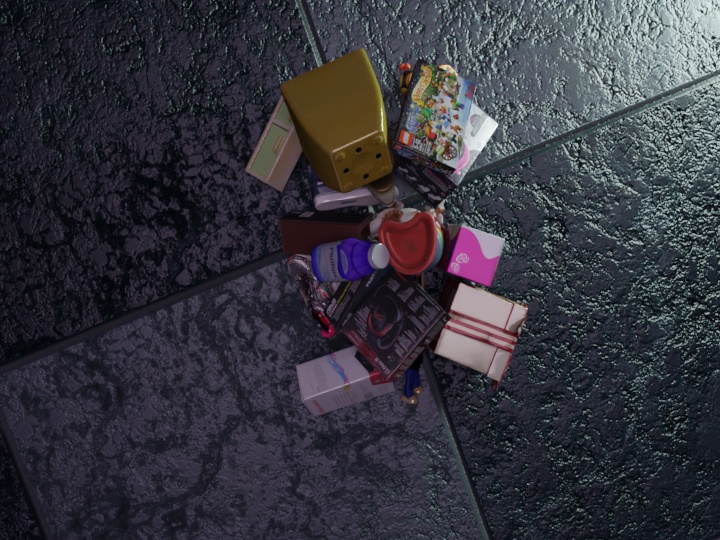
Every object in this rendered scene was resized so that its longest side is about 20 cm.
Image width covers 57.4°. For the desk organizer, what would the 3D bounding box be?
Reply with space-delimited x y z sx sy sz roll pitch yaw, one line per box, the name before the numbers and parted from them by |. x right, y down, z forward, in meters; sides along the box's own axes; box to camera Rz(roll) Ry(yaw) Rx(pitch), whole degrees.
desk organizer | -0.076 -0.080 1.444 0.193 0.072 0.080 5 113 20

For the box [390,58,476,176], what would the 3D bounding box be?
box | 0.148 -0.307 1.318 0.133 0.038 0.206 20 70 -11

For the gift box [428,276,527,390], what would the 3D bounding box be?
gift box | 0.257 0.135 1.434 0.182 0.200 0.190 21 98 -4

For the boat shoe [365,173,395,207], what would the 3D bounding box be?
boat shoe | 0.023 -0.222 1.434 0.072 0.064 0.203 -27 52 -4

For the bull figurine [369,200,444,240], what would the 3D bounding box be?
bull figurine | 0.097 -0.114 1.463 0.193 0.123 0.067 3 50 -9

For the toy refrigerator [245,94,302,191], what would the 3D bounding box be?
toy refrigerator | -0.170 -0.287 1.442 0.075 0.070 0.204 29 93 30

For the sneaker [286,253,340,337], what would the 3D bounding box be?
sneaker | -0.098 0.053 1.463 0.080 0.075 0.202 -33 93 35

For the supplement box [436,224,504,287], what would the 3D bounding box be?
supplement box | 0.231 -0.036 1.416 0.100 0.200 0.104 18 93 -3

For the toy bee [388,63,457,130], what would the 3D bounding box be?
toy bee | 0.131 -0.402 1.412 0.128 0.201 0.111 0 126 37

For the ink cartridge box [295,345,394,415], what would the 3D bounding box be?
ink cartridge box | -0.031 0.237 1.449 0.194 0.149 0.088 -17 63 0

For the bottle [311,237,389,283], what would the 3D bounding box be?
bottle | -0.022 -0.021 1.328 0.064 0.197 0.087 -15 97 -39

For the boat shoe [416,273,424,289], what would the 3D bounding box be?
boat shoe | 0.103 0.088 1.489 0.069 0.065 0.207 9 93 -2

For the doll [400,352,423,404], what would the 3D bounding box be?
doll | 0.122 0.187 1.468 0.047 0.137 0.206 11 117 19

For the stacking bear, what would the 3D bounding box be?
stacking bear | 0.125 -0.057 1.362 0.118 0.199 0.118 -13 91 19

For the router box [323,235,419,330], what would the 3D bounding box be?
router box | 0.029 0.041 1.425 0.147 0.062 0.203 15 111 -45

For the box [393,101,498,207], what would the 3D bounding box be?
box | 0.184 -0.263 1.404 0.131 0.115 0.202 38 64 -4

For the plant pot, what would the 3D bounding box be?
plant pot | -0.027 -0.280 1.330 0.189 0.198 0.203 -23 52 -2

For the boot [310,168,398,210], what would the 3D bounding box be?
boot | -0.013 -0.196 1.468 0.193 0.073 0.093 -7 75 -12

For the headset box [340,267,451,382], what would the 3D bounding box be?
headset box | 0.065 0.116 1.345 0.148 0.075 0.201 42 94 23

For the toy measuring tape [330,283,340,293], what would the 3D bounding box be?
toy measuring tape | 0.000 0.000 1.479 0.197 0.074 0.075 -34 94 1
